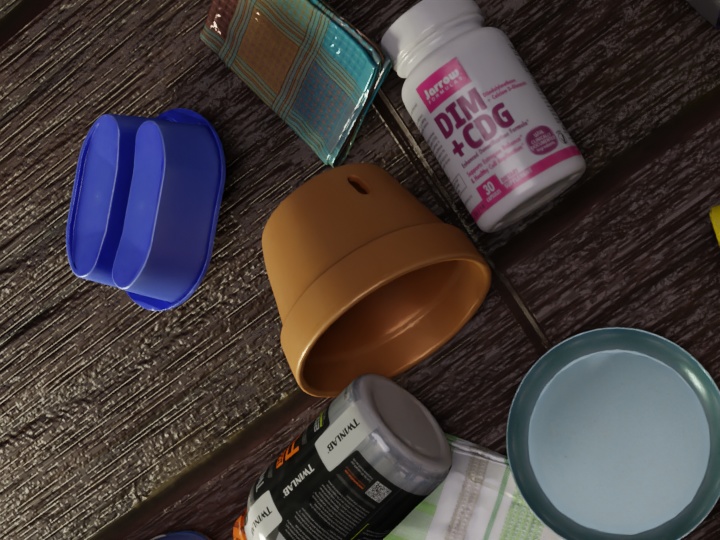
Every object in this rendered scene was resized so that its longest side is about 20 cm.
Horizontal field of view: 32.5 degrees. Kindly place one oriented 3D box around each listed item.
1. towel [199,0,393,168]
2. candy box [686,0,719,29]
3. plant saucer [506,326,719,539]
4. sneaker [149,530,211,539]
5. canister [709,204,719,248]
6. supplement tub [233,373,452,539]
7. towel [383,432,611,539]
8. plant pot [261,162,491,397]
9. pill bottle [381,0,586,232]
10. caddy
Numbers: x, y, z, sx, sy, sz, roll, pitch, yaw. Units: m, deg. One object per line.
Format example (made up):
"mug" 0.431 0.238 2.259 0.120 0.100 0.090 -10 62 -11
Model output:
"towel" -0.068 -0.208 1.172 0.200 0.022 0.147 43 137 13
"candy box" 0.349 -0.310 1.026 0.200 0.168 0.072 -46 81 9
"plant saucer" 0.231 0.153 1.107 0.198 0.027 0.203 -4 75 14
"sneaker" -0.236 0.313 1.218 0.198 0.088 0.076 -19 82 13
"canister" 0.413 -0.018 1.048 0.198 0.086 0.150 -19 84 16
"supplement tub" -0.020 0.202 1.134 0.123 0.122 0.200 47 109 11
"towel" 0.123 0.246 1.150 0.198 0.031 0.151 18 93 15
"plant pot" 0.000 0.000 1.117 0.199 0.200 0.141 -38 63 11
"pill bottle" 0.107 -0.146 1.118 0.113 0.113 0.201 -33 81 12
"caddy" -0.203 -0.062 1.209 0.140 0.104 0.203 13 93 39
